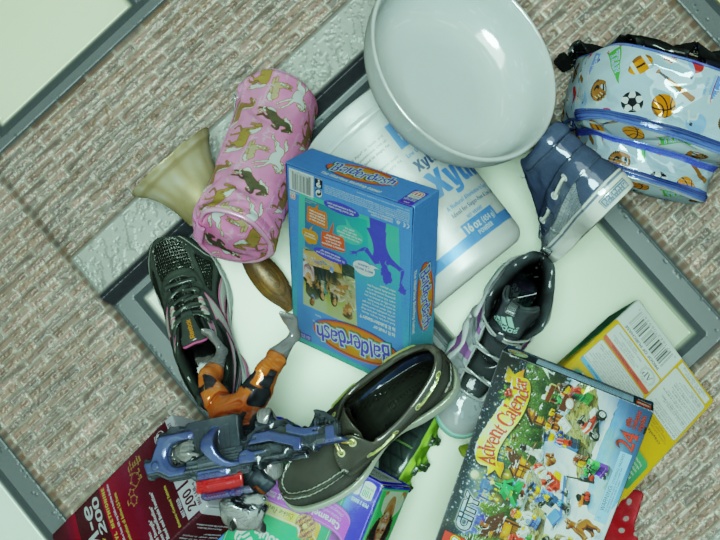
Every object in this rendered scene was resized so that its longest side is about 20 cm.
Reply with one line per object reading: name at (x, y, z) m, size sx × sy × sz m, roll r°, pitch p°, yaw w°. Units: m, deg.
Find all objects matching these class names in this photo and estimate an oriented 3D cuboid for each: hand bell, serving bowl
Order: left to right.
hand bell at (-0.134, -0.037, 1.045) m, size 0.104 × 0.104 × 0.201 m, roll -40°, pitch 96°, yaw 1°
serving bowl at (0.085, -0.183, 0.945) m, size 0.197 × 0.066 × 0.203 m, roll 9°, pitch 67°, yaw -23°

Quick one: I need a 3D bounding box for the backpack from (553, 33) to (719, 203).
backpack at (0.282, -0.148, 0.957) m, size 0.197 × 0.190 × 0.157 m, roll 11°, pitch 88°, yaw 4°

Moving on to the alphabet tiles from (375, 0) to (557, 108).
alphabet tiles at (0.112, -0.209, 1.011) m, size 0.165 × 0.008 × 0.202 m, roll -17°, pitch 80°, yaw -31°

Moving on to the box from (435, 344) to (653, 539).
box at (0.156, 0.184, 0.876) m, size 0.135 × 0.038 × 0.203 m, roll 20°, pitch 101°, yaw 13°

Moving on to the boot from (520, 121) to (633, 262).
boot at (0.191, -0.075, 0.958) m, size 0.073 × 0.200 × 0.090 m, roll -42°, pitch 82°, yaw -14°

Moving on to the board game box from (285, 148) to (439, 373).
board game box at (0.000, 0.000, 0.963) m, size 0.151 × 0.045 × 0.203 m, roll 22°, pitch 127°, yaw 31°

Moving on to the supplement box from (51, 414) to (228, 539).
supplement box at (-0.212, 0.249, 0.991) m, size 0.200 × 0.061 × 0.109 m, roll -45°, pitch 54°, yaw 18°

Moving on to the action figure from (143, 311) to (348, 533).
action figure at (-0.086, 0.140, 0.911) m, size 0.197 × 0.105 × 0.196 m, roll -6°, pitch 64°, yaw 23°

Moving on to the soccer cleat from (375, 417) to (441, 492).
soccer cleat at (0.007, 0.215, 1.024) m, size 0.081 × 0.067 × 0.201 m, roll 37°, pitch 91°, yaw 18°

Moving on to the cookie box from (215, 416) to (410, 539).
cookie box at (-0.069, 0.266, 0.977) m, size 0.170 × 0.075 × 0.202 m, roll 22°, pitch 88°, yaw 30°

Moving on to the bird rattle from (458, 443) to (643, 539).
bird rattle at (0.171, 0.244, 0.975) m, size 0.200 × 0.113 × 0.163 m, roll 46°, pitch 53°, yaw 0°

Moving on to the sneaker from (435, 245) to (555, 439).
sneaker at (0.130, 0.064, 0.966) m, size 0.077 × 0.140 × 0.202 m, roll 24°, pitch 79°, yaw 3°

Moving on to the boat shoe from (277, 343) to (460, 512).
boat shoe at (-0.001, 0.138, 0.908) m, size 0.201 × 0.061 × 0.072 m, roll -40°, pitch 57°, yaw -1°

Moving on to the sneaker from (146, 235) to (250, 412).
sneaker at (-0.165, 0.054, 1.031) m, size 0.079 × 0.086 × 0.202 m, roll -25°, pitch 84°, yaw 1°

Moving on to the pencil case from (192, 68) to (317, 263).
pencil case at (-0.103, -0.104, 0.996) m, size 0.085 × 0.083 × 0.202 m, roll -5°, pitch 53°, yaw 24°

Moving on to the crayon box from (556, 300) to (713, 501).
crayon box at (0.237, 0.134, 0.964) m, size 0.199 × 0.052 × 0.126 m, roll -33°, pitch 84°, yaw -35°

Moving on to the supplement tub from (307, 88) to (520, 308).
supplement tub at (0.053, -0.074, 1.000) m, size 0.131 × 0.132 × 0.201 m, roll -38°, pitch 86°, yaw 1°
